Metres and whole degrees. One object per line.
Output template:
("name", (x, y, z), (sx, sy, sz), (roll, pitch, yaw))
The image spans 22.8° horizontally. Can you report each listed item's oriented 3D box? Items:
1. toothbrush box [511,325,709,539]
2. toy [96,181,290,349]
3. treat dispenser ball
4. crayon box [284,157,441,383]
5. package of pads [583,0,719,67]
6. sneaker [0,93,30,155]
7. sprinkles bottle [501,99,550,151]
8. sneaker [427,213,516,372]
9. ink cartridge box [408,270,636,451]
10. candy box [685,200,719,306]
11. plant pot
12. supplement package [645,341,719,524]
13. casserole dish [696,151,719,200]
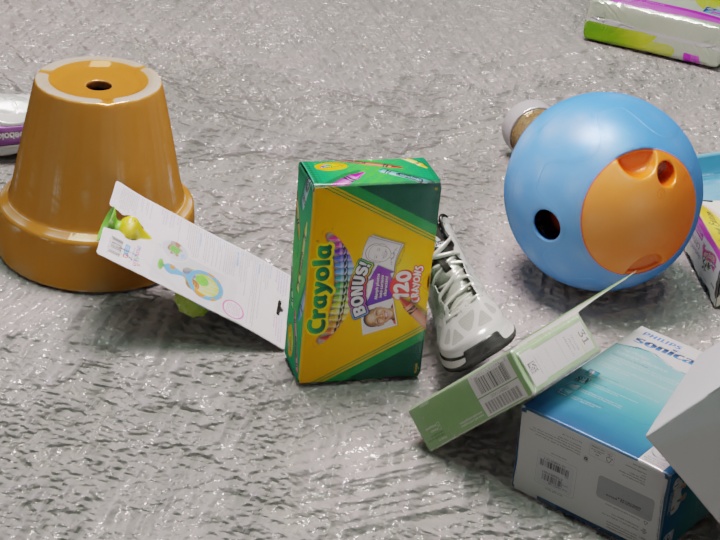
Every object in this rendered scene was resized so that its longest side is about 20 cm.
("toothbrush box", (0.245, 0.140, 1.518), (0.146, 0.086, 0.200), (23, 33, 31))
("toy", (-0.162, 0.005, 1.695), (0.199, 0.047, 0.115), (31, 33, -19))
("treat dispenser ball", (0.245, -0.079, 1.805), (0.200, 0.202, 0.201), (4, 28, -2))
("crayon box", (0.000, 0.000, 1.611), (0.118, 0.201, 0.058), (-3, 28, -16))
("package of pads", (0.430, -0.355, 2.498), (0.199, 0.069, 0.155), (17, 30, 19))
("sneaker", (-0.399, -0.161, 1.997), (0.199, 0.075, 0.100), (5, 14, -10))
("sprinkles bottle", (0.226, -0.125, 2.031), (0.068, 0.069, 0.200), (-4, 30, -17))
("sneaker", (0.078, 0.017, 1.647), (0.075, 0.116, 0.201), (-31, 15, 3))
("ink cartridge box", (0.153, 0.079, 1.561), (0.200, 0.145, 0.048), (-25, 82, -44))
("candy box", (0.453, -0.017, 1.877), (0.199, 0.061, 0.137), (1, 29, -8))
("plant pot", (-0.261, -0.106, 1.778), (0.199, 0.184, 0.200), (5, 28, -2))
("supplement package", (0.358, 0.135, 1.383), (0.200, 0.152, 0.151), (50, 36, -1))
("casserole dish", (0.423, -0.093, 2.040), (0.199, 0.039, 0.121), (-9, 32, -25))
